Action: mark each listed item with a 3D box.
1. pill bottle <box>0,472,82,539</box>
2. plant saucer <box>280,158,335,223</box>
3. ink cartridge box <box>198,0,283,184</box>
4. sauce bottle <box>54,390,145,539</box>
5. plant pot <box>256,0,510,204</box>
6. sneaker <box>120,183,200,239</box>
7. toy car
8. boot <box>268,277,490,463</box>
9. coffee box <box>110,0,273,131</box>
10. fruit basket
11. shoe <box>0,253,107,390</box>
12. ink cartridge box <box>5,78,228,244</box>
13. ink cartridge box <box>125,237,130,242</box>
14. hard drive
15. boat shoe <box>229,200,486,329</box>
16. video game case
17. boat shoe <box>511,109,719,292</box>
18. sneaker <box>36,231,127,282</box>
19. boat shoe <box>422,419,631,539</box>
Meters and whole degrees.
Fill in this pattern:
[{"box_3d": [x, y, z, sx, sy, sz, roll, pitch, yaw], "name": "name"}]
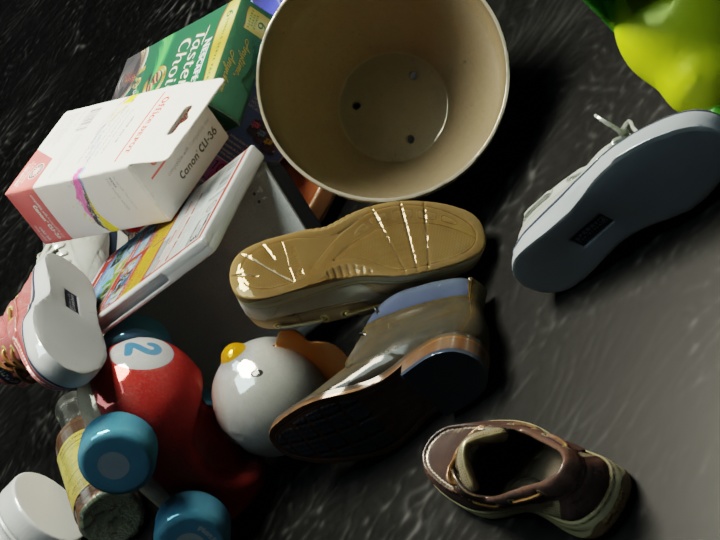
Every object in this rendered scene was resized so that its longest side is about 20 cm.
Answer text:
[{"box_3d": [-0.343, 0.279, 1.795, 0.200, 0.111, 0.111, -46, 31, 19], "name": "pill bottle"}, {"box_3d": [-0.077, -0.070, 1.812, 0.200, 0.032, 0.201, -37, 36, 32], "name": "plant saucer"}, {"box_3d": [-0.089, -0.177, 1.828, 0.200, 0.076, 0.137, -47, 31, 14], "name": "ink cartridge box"}, {"box_3d": [-0.243, 0.174, 1.797, 0.065, 0.065, 0.200, -51, 28, 11], "name": "sauce bottle"}, {"box_3d": [0.022, -0.145, 1.605, 0.201, 0.200, 0.134, -59, -7, -4], "name": "plant pot"}, {"box_3d": [-0.181, -0.064, 1.820, 0.067, 0.108, 0.201, -51, 30, 10], "name": "sneaker"}, {"box_3d": [-0.103, 0.100, 1.567, 0.200, 0.177, 0.185, -33, 23, 15], "name": "toy car"}, {"box_3d": [0.020, 0.077, 1.494, 0.200, 0.075, 0.097, -24, 32, 30], "name": "boot"}, {"box_3d": [-0.165, -0.167, 1.809, 0.200, 0.044, 0.123, -17, 49, 50], "name": "coffee box"}, {"box_3d": [0.217, -0.208, 1.376, 0.156, 0.215, 0.216, -55, 29, 6], "name": "fruit basket"}, {"box_3d": [-0.258, 0.064, 1.567, 0.091, 0.071, 0.200, -49, 21, 13], "name": "shoe"}, {"box_3d": [-0.197, -0.095, 1.704, 0.200, 0.068, 0.117, -9, 38, 39], "name": "ink cartridge box"}, {"box_3d": [-0.205, 0.058, 1.844, 0.116, 0.067, 0.200, -50, 30, 14], "name": "ink cartridge box"}, {"box_3d": [-0.109, 0.021, 1.680, 0.200, 0.033, 0.140, -39, 77, 25], "name": "hard drive"}, {"box_3d": [0.000, 0.000, 1.533, 0.199, 0.069, 0.074, -10, 55, 1], "name": "boat shoe"}, {"box_3d": [-0.169, -0.013, 1.641, 0.200, 0.017, 0.143, -34, 20, 34], "name": "video game case"}, {"box_3d": [0.183, -0.067, 1.381, 0.202, 0.074, 0.086, -44, 28, 42], "name": "boat shoe"}, {"box_3d": [-0.264, 0.009, 1.830, 0.076, 0.080, 0.200, -44, 33, 20], "name": "sneaker"}, {"box_3d": [0.094, 0.127, 1.316, 0.200, 0.072, 0.072, 13, 73, 60], "name": "boat shoe"}]
